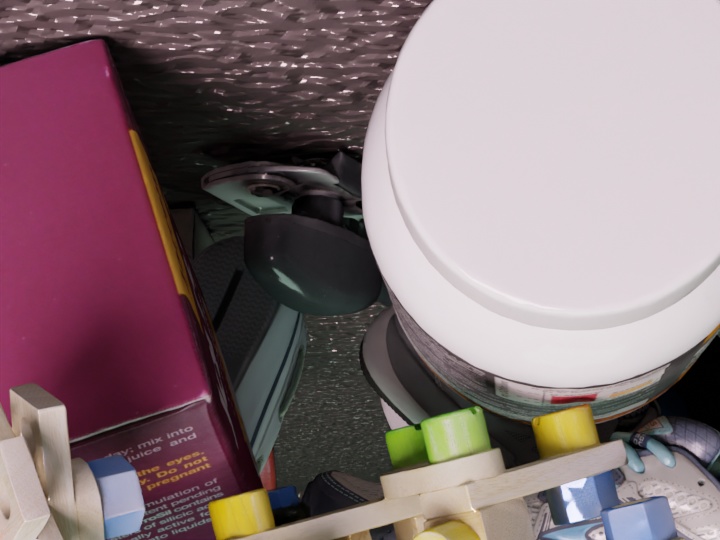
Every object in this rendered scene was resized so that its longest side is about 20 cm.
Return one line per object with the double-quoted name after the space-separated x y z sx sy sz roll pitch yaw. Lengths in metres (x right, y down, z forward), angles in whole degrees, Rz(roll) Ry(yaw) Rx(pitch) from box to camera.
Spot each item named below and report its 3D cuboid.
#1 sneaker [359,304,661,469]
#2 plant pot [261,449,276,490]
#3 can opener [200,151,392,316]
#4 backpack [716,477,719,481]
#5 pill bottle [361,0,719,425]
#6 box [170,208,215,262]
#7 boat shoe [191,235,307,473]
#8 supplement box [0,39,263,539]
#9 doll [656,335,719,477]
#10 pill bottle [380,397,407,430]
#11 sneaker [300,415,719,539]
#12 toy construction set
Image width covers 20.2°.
0.094 0.047 0.731 0.200 0.116 0.075 41 -160 23 "sneaker"
-0.157 0.105 1.102 0.194 0.202 0.201 -7 173 -18 "plant pot"
0.000 0.000 0.822 0.053 0.067 0.200 -5 163 24 "can opener"
0.088 0.141 0.898 0.182 0.148 0.200 23 151 -10 "backpack"
0.059 -0.019 0.581 0.115 0.117 0.200 -2 171 3 "pill bottle"
-0.164 0.016 0.887 0.198 0.069 0.082 -2 170 1 "box"
-0.069 0.084 0.796 0.073 0.201 0.067 17 155 30 "boat shoe"
-0.095 0.040 0.662 0.102 0.132 0.200 -18 154 -2 "supplement box"
0.138 0.046 0.869 0.136 0.049 0.200 6 -155 -36 "doll"
0.084 0.065 1.083 0.113 0.115 0.200 -4 170 13 "pill bottle"
0.080 0.085 0.663 0.198 0.087 0.078 14 -177 3 "sneaker"
-0.023 0.082 0.545 0.199 0.093 0.131 4 169 -26 "toy construction set"
